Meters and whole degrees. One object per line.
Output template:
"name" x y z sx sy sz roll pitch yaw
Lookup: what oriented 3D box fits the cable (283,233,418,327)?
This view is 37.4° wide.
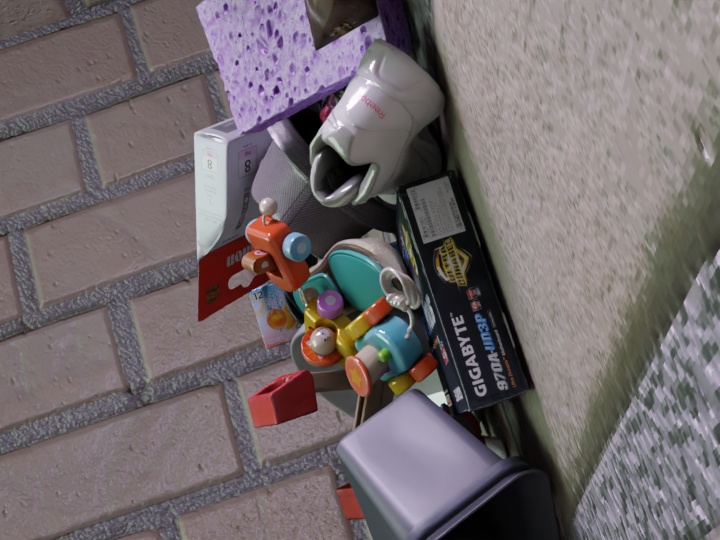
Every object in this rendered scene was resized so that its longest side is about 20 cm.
"cable" -0.009 -0.007 1.102 0.051 0.161 0.202 -71 -39 -71

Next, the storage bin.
"storage bin" 0.055 0.200 0.814 0.134 0.145 0.201 42 159 43

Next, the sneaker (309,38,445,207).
"sneaker" 0.002 -0.082 0.750 0.078 0.099 0.200 41 171 14

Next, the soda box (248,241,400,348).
"soda box" -0.020 0.023 1.168 0.064 0.197 0.069 177 75 -89

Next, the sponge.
"sponge" -0.048 -0.184 0.803 0.199 0.030 0.113 -17 91 49

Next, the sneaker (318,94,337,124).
"sneaker" -0.008 -0.162 0.977 0.200 0.074 0.082 -111 3 -75

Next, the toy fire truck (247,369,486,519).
"toy fire truck" 0.013 0.138 0.930 0.049 0.198 0.143 -21 87 57

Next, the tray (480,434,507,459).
"tray" 0.123 0.238 1.040 0.107 0.022 0.202 3 118 44

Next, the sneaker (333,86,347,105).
"sneaker" -0.014 -0.199 0.857 0.088 0.073 0.202 79 169 -69

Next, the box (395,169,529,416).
"box" 0.070 0.026 0.806 0.200 0.045 0.161 80 172 -81

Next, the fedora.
"fedora" -0.034 -0.076 0.982 0.176 0.090 0.200 40 -161 -6

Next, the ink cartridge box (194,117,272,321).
"ink cartridge box" -0.096 -0.061 1.063 0.162 0.057 0.203 -32 -50 -49

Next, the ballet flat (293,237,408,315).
"ballet flat" 0.000 0.000 0.903 0.068 0.062 0.199 59 155 -8

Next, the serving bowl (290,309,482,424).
"serving bowl" 0.034 0.090 1.039 0.066 0.198 0.201 -62 -25 -29

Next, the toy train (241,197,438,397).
"toy train" -0.027 0.031 0.849 0.199 0.055 0.151 24 145 46

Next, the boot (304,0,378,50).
"boot" -0.031 -0.239 0.636 0.186 0.063 0.203 -39 -59 -79
